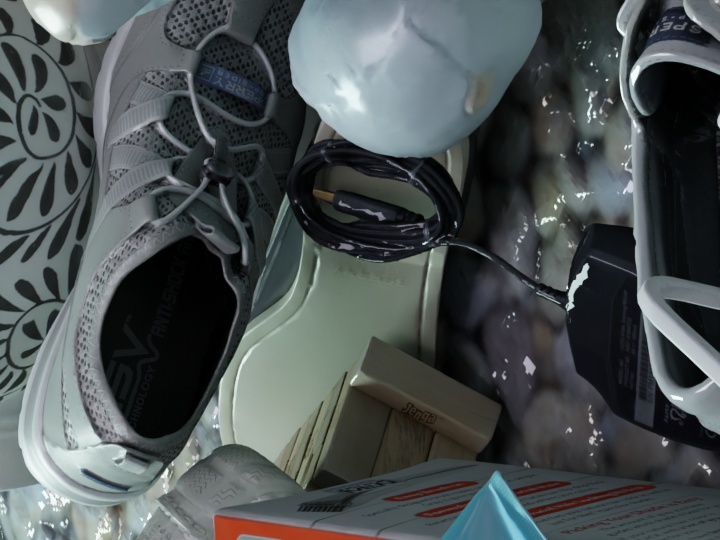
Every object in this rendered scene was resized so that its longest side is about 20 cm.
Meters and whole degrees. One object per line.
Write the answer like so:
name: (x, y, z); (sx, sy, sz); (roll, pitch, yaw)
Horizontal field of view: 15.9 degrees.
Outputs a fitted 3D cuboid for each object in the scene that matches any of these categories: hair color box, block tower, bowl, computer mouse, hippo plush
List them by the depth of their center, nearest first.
hair color box: (0.066, 0.099, 0.741); (0.199, 0.111, 0.064); (4, 98, 41)
hippo plush: (-0.015, -0.123, 0.793); (0.159, 0.161, 0.201); (-5, 55, 43)
computer mouse: (0.060, 0.000, 0.797); (0.199, 0.034, 0.059); (26, 132, 30)
block tower: (-0.022, 0.107, 0.934); (0.200, 0.054, 0.058); (-54, 13, 45)
bowl: (-0.133, -0.037, 0.940); (0.201, 0.094, 0.202); (175, 90, -70)

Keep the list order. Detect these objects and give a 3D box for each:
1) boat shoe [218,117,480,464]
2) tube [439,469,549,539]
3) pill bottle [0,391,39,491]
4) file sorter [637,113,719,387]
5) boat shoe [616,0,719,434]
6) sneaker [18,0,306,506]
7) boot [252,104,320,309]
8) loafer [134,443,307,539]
boat shoe: (0.000, 0.000, 0.911); (0.063, 0.072, 0.201); (-73, 0, -49)
tube: (-0.009, 0.149, 0.694); (0.200, 0.050, 0.078); (-45, 70, 13)
pill bottle: (-0.167, -0.013, 1.077); (0.110, 0.110, 0.201); (6, 102, 54)
file sorter: (0.167, -0.037, 0.541); (0.139, 0.124, 0.201); (47, 118, 48)
boat shoe: (0.100, -0.048, 0.689); (0.072, 0.068, 0.201); (-16, 63, 45)
sneaker: (-0.051, -0.019, 0.848); (0.082, 0.074, 0.201); (-8, 67, 66)
boot: (-0.052, -0.084, 0.952); (0.090, 0.072, 0.201); (-126, 34, -65)
loafer: (-0.009, 0.146, 0.863); (0.200, 0.070, 0.070); (54, 169, -23)
